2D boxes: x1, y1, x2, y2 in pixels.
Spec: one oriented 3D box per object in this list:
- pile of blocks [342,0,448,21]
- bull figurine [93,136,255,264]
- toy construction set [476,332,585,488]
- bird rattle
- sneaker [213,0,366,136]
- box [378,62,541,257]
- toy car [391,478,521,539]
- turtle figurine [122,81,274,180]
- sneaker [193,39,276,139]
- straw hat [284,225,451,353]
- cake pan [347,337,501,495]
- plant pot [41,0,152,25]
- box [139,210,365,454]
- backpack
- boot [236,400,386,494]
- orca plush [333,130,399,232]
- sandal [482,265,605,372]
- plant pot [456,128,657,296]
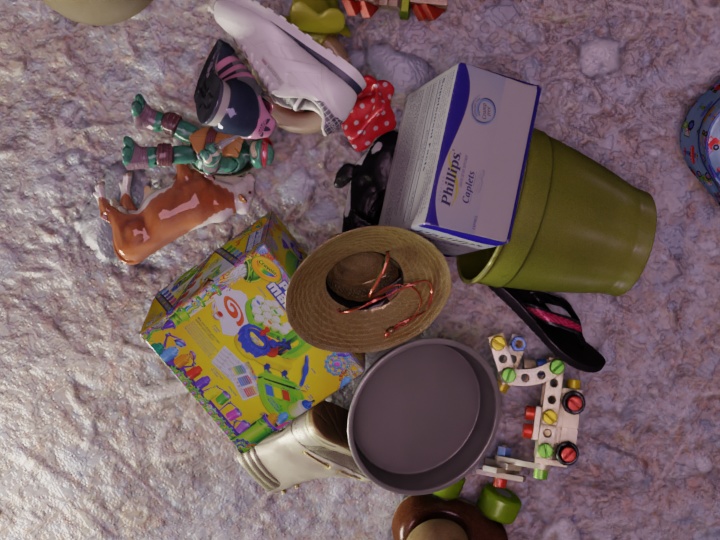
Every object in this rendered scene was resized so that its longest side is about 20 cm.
[{"bbox_3d":[0.017,-0.323,1.522,0.198,0.082,0.063,8,88,-21],"label":"pile of blocks"},{"bbox_3d":[-0.230,-0.090,1.602,0.199,0.065,0.122,-30,87,0],"label":"bull figurine"},{"bbox_3d":[0.209,0.182,1.612,0.129,0.092,0.203,8,101,1],"label":"toy construction set"},{"bbox_3d":[-0.051,-0.233,1.567,0.162,0.113,0.202,-20,106,24],"label":"bird rattle"},{"bbox_3d":[-0.092,-0.236,1.460,0.199,0.076,0.081,35,90,8],"label":"sneaker"},{"bbox_3d":[0.108,-0.120,1.482,0.104,0.200,0.186,14,83,-14],"label":"box"},{"bbox_3d":[0.112,0.357,1.593,0.156,0.200,0.166,23,101,-2],"label":"toy car"},{"bbox_3d":[-0.175,-0.154,1.527,0.197,0.151,0.102,3,128,2],"label":"turtle figurine"},{"bbox_3d":[-0.142,-0.200,1.472,0.081,0.201,0.071,21,115,-19],"label":"sneaker"},{"bbox_3d":[0.000,0.000,1.485,0.198,0.086,0.203,-10,133,-10],"label":"straw hat"},{"bbox_3d":[0.073,0.173,1.565,0.198,0.037,0.203,-6,108,-17],"label":"cake pan"},{"bbox_3d":[-0.329,-0.380,1.488,0.185,0.200,0.190,1,100,3],"label":"plant pot"},{"bbox_3d":[-0.126,0.075,1.573,0.192,0.122,0.201,-33,108,13],"label":"box"},{"bbox_3d":[0.486,-0.142,1.520,0.182,0.135,0.200,-43,93,8],"label":"backpack"},{"bbox_3d":[-0.042,0.243,1.642,0.154,0.073,0.199,-29,135,32],"label":"boot"},{"bbox_3d":[0.002,-0.075,1.588,0.105,0.071,0.201,39,100,-3],"label":"orca plush"},{"bbox_3d":[0.231,0.051,1.595,0.200,0.075,0.045,42,113,-2],"label":"sandal"},{"bbox_3d":[0.238,-0.056,1.532,0.191,0.200,0.203,16,101,-12],"label":"plant pot"}]
